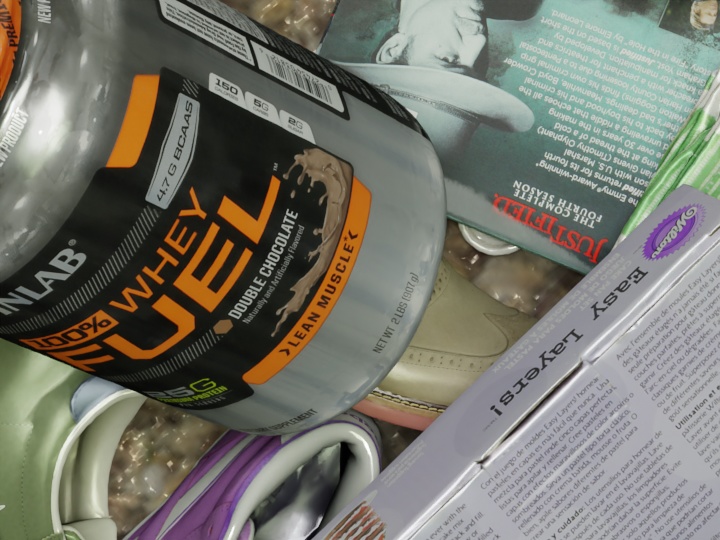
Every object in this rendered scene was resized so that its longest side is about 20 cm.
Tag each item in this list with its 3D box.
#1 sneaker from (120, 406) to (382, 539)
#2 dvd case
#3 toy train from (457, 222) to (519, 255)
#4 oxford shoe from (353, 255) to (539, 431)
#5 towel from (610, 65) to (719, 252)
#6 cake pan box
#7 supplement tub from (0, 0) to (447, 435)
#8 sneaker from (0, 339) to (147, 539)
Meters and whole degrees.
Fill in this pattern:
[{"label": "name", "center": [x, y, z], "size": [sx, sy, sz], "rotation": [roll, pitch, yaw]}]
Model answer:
[{"label": "sneaker", "center": [-0.064, 0.125, 1.017], "size": [0.073, 0.114, 0.201], "rotation": [35, 90, -8]}, {"label": "dvd case", "center": [0.073, -0.109, 1.042], "size": [0.146, 0.022, 0.200], "rotation": [22, 89, 15]}, {"label": "toy train", "center": [0.125, 0.034, 1.062], "size": [0.150, 0.056, 0.200], "rotation": [-27, 96, -5]}, {"label": "oxford shoe", "center": [0.000, 0.000, 1.024], "size": [0.200, 0.070, 0.075], "rotation": [21, 112, -3]}, {"label": "towel", "center": [0.133, 0.047, 1.021], "size": [0.152, 0.023, 0.200], "rotation": [30, 92, -21]}, {"label": "cake pan box", "center": [0.104, 0.097, 0.985], "size": [0.200, 0.052, 0.184], "rotation": [-45, 116, -3]}, {"label": "supplement tub", "center": [-0.077, -0.032, 0.895], "size": [0.200, 0.122, 0.123], "rotation": [25, 90, -43]}, {"label": "sneaker", "center": [-0.129, 0.091, 1.011], "size": [0.090, 0.067, 0.200], "rotation": [32, 99, 7]}]
